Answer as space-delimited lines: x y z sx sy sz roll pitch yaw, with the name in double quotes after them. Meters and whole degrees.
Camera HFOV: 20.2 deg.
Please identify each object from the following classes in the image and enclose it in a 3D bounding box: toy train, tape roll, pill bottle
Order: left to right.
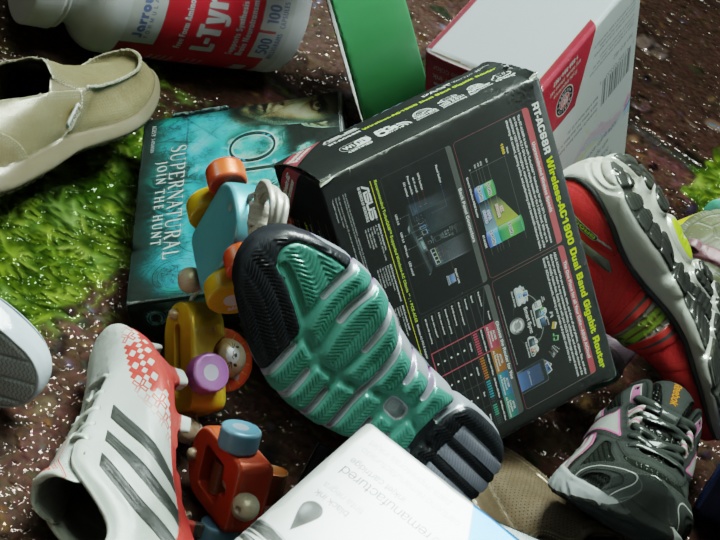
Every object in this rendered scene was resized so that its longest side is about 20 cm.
-0.142 -0.205 1.429 0.199 0.113 0.113 3 39 -28 "pill bottle"
-0.060 0.042 1.102 0.055 0.202 0.150 5 14 -28 "toy train"
0.005 -0.171 1.372 0.048 0.201 0.201 -15 41 0 "tape roll"

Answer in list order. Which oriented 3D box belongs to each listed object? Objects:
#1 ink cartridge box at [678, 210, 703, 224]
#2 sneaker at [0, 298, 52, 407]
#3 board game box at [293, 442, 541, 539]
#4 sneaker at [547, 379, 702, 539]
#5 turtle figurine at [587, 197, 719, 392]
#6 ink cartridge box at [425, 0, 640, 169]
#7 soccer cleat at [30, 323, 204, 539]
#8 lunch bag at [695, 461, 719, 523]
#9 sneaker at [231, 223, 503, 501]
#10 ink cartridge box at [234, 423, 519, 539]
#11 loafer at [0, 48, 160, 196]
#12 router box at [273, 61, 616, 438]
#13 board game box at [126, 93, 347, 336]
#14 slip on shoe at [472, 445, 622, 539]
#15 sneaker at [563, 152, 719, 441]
0.319 0.025 1.470 0.197 0.047 0.199 41 39 24 "ink cartridge box"
-0.248 0.003 1.114 0.199 0.073 0.071 30 37 7 "sneaker"
0.040 0.183 1.044 0.199 0.028 0.136 23 50 9 "board game box"
0.157 0.101 1.147 0.080 0.087 0.200 31 3 -3 "sneaker"
0.218 0.014 1.340 0.149 0.101 0.200 27 56 12 "turtle figurine"
0.107 -0.086 1.293 0.082 0.201 0.146 21 47 22 "ink cartridge box"
-0.134 0.100 1.063 0.085 0.069 0.201 11 40 -26 "soccer cleat"
0.305 0.102 1.244 0.132 0.136 0.201 29 62 9 "lunch bag"
-0.010 0.046 1.050 0.200 0.074 0.088 50 -5 -30 "sneaker"
-0.012 0.191 0.951 0.146 0.085 0.200 36 52 19 "ink cartridge box"
-0.196 -0.106 1.279 0.075 0.068 0.200 -1 24 29 "loafer"
0.052 0.001 1.159 0.149 0.201 0.062 -26 24 -21 "router box"
-0.072 -0.039 1.257 0.134 0.028 0.201 -9 37 3 "board game box"
0.122 0.162 1.142 0.076 0.061 0.200 -1 42 -33 "slip on shoe"
0.170 0.020 1.240 0.201 0.084 0.077 60 30 -17 "sneaker"
